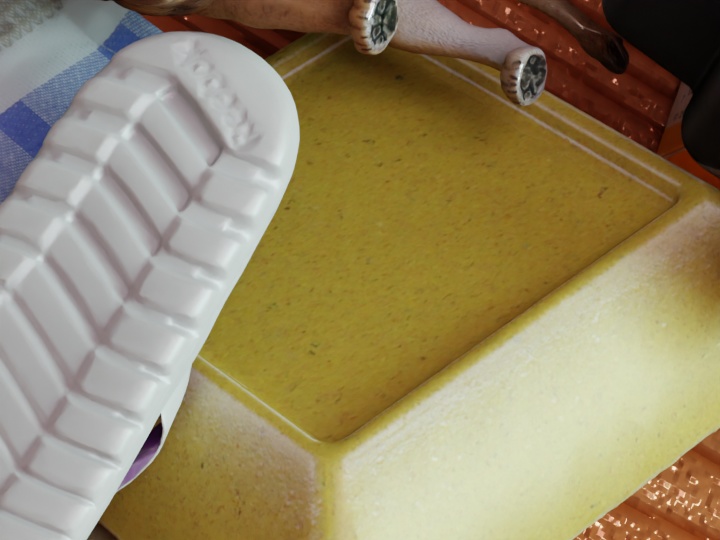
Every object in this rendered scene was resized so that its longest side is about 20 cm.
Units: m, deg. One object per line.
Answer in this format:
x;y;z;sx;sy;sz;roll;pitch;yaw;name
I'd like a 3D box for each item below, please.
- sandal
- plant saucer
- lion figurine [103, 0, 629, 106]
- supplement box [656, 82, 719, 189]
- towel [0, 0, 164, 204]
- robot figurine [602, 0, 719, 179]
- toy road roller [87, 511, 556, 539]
-0.083;0.031;0.729;0.082;0.050;0.203;39;81;15;sandal
0.000;0.000;0.792;0.200;0.200;0.049;-34;136;-27;plant saucer
-0.016;-0.089;0.770;0.200;0.122;0.073;23;83;-59;lion figurine
0.194;-0.102;0.957;0.126;0.074;0.200;28;69;-16;supplement box
-0.151;-0.070;0.789;0.147;0.024;0.200;-38;72;-25;towel
0.168;-0.052;0.771;0.200;0.125;0.150;34;88;4;robot figurine
-0.007;0.142;0.801;0.200;0.146;0.123;12;67;19;toy road roller
